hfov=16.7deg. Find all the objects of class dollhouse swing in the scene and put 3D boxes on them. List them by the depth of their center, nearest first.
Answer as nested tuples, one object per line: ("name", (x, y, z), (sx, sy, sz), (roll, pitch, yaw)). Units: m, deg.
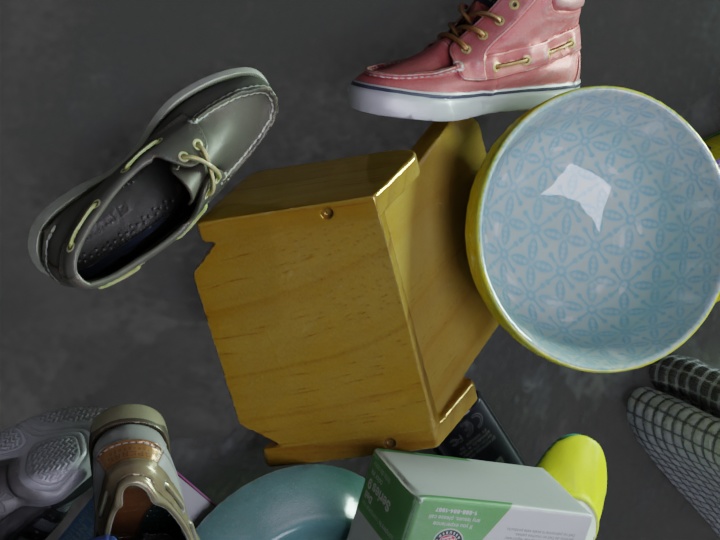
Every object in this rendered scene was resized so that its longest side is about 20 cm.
("dollhouse swing", (0.000, 0.000, 1.748), (0.180, 0.176, 0.201), (-8, 119, 15))

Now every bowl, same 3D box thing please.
("bowl", (0.153, -0.027, 1.754), (0.199, 0.108, 0.202), (1, 88, -21))

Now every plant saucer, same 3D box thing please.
("plant saucer", (-0.046, 0.236, 1.745), (0.199, 0.036, 0.201), (-13, 116, -28))

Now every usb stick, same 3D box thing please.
("usb stick", (0.109, 0.169, 1.878), (0.055, 0.033, 0.200), (-36, 123, -5))

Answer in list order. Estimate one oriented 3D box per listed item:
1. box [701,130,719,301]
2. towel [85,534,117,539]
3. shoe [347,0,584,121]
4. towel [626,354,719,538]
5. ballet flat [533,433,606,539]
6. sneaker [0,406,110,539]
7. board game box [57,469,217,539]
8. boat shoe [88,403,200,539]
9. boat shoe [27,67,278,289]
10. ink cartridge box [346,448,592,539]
("box", (0.258, -0.034, 1.893), (0.199, 0.048, 0.118), (-24, 117, -21))
("towel", (-0.224, 0.240, 1.599), (0.199, 0.024, 0.145), (-15, 133, 10))
("shoe", (0.076, -0.158, 1.721), (0.199, 0.071, 0.092), (-7, 109, -36))
("towel", (0.321, 0.156, 1.929), (0.086, 0.165, 0.200), (-52, 126, -13))
("ballet flat", (0.136, 0.218, 1.795), (0.066, 0.067, 0.201), (15, 111, -20))
("sneaker", (-0.230, 0.177, 1.644), (0.199, 0.075, 0.114), (-30, 126, -19))
("board game box", (-0.133, 0.237, 1.742), (0.153, 0.040, 0.200), (-50, 125, -8))
("boat shoe", (-0.142, 0.183, 1.614), (0.074, 0.069, 0.201), (-11, 130, 0))
("boat shoe", (-0.127, -0.058, 1.629), (0.201, 0.060, 0.072), (-40, 123, -14))
("ink cartridge box", (0.058, 0.237, 1.723), (0.144, 0.087, 0.201), (8, 107, -27))
